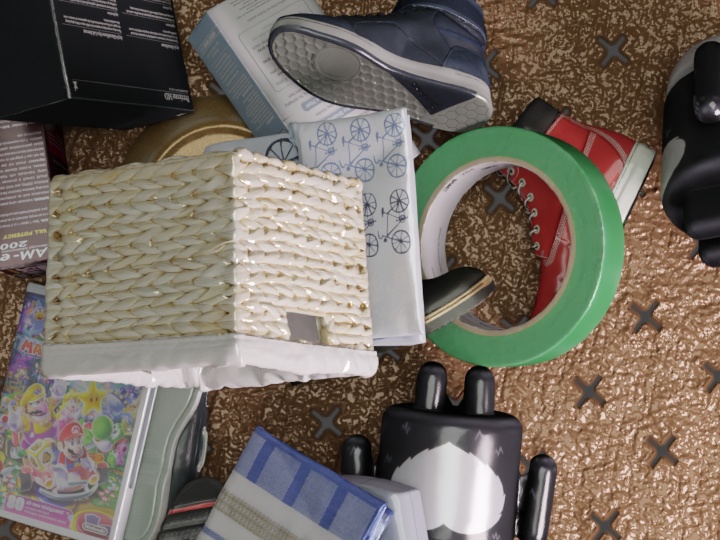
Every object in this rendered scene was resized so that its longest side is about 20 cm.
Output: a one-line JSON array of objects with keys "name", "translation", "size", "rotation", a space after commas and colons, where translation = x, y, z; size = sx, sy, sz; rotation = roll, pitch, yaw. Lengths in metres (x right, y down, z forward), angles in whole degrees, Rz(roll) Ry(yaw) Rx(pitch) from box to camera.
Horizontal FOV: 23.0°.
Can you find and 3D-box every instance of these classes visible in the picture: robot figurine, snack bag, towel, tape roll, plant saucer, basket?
[{"name": "robot figurine", "translation": [0.073, 0.180, 1.489], "size": [0.149, 0.124, 0.203], "rotation": [6, 90, 42]}, {"name": "snack bag", "translation": [-0.042, -0.029, 1.452], "size": [0.198, 0.021, 0.191], "rotation": [-5, 88, 25]}, {"name": "towel", "translation": [-0.073, 0.246, 1.425], "size": [0.146, 0.024, 0.202], "rotation": [27, 90, 25]}, {"name": "tape roll", "translation": [0.123, -0.019, 1.496], "size": [0.198, 0.048, 0.203], "rotation": [-1, 88, 29]}, {"name": "plant saucer", "translation": [-0.120, -0.056, 1.546], "size": [0.198, 0.035, 0.203], "rotation": [0, 87, -1]}, {"name": "robot figurine", "translation": [0.316, -0.104, 1.483], "size": [0.123, 0.151, 0.202], "rotation": [13, 56, -6]}, {"name": "basket", "translation": [-0.117, 0.007, 1.370], "size": [0.198, 0.197, 0.163], "rotation": [-7, 81, 32]}]

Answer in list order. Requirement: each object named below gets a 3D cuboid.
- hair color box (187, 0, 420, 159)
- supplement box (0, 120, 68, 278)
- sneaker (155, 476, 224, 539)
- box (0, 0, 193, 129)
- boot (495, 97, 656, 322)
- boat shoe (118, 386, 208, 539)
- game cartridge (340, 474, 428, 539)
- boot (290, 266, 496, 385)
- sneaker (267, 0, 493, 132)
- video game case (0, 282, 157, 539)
[{"name": "hair color box", "translation": [-0.049, -0.150, 1.523], "size": [0.099, 0.061, 0.201], "rotation": [-34, 87, -30]}, {"name": "supplement box", "translation": [-0.286, -0.099, 1.508], "size": [0.060, 0.109, 0.203], "rotation": [-9, 86, -1]}, {"name": "sneaker", "translation": [-0.132, 0.276, 1.502], "size": [0.073, 0.087, 0.203], "rotation": [-4, 87, 3]}, {"name": "box", "translation": [-0.227, -0.195, 1.464], "size": [0.078, 0.200, 0.143], "rotation": [-15, 85, 23]}, {"name": "boot", "translation": [0.153, -0.041, 1.541], "size": [0.143, 0.072, 0.202], "rotation": [24, 89, 10]}, {"name": "boat shoe", "translation": [-0.166, 0.140, 1.524], "size": [0.075, 0.060, 0.202], "rotation": [16, 88, 27]}, {"name": "game cartridge", "translation": [-0.027, 0.240, 1.473], "size": [0.199, 0.041, 0.135], "rotation": [-13, 90, 40]}, {"name": "boot", "translation": [0.000, 0.000, 1.472], "size": [0.198, 0.077, 0.140], "rotation": [-22, 91, 19]}, {"name": "sneaker", "translation": [0.018, -0.209, 1.502], "size": [0.200, 0.077, 0.148], "rotation": [17, 54, -20]}, {"name": "video game case", "translation": [-0.246, 0.122, 1.515], "size": [0.142, 0.018, 0.202], "rotation": [12, 87, 23]}]
